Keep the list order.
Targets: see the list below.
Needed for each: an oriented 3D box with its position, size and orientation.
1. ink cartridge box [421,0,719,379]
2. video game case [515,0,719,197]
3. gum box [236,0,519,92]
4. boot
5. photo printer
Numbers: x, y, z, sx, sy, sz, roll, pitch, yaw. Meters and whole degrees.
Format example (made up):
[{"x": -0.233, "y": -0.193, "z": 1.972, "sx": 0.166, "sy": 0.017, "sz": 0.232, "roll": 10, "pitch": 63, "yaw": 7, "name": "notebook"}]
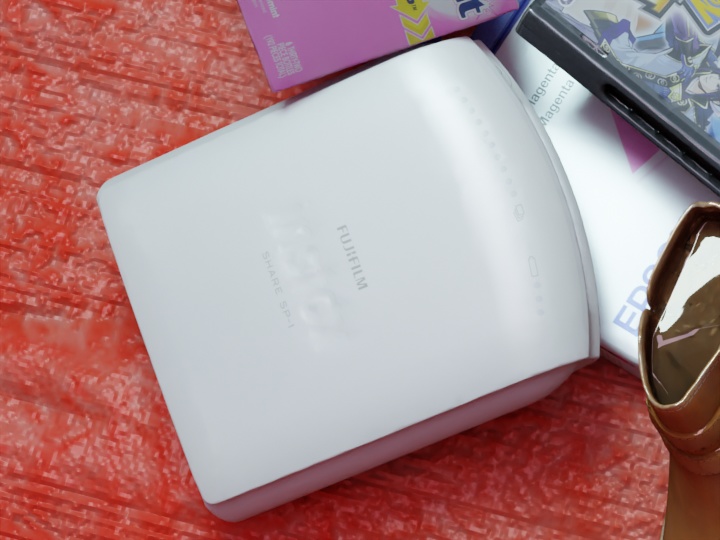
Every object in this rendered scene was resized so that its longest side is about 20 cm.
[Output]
[{"x": 0.104, "y": -0.079, "z": 1.292, "sx": 0.200, "sy": 0.043, "sz": 0.197, "roll": 31, "pitch": 82, "yaw": 15, "name": "ink cartridge box"}, {"x": 0.196, "y": -0.116, "z": 1.241, "sx": 0.181, "sy": 0.026, "sz": 0.200, "roll": 39, "pitch": 63, "yaw": 5, "name": "video game case"}, {"x": -0.007, "y": -0.171, "z": 1.275, "sx": 0.113, "sy": 0.066, "sz": 0.200, "roll": -19, "pitch": 34, "yaw": 3, "name": "gum box"}, {"x": 0.146, "y": 0.079, "z": 1.177, "sx": 0.073, "sy": 0.155, "sz": 0.201, "roll": -2, "pitch": 72, "yaw": 17, "name": "boot"}, {"x": 0.000, "y": 0.000, "z": 1.242, "sx": 0.200, "sy": 0.069, "sz": 0.167, "roll": -22, "pitch": 81, "yaw": 17, "name": "photo printer"}]
